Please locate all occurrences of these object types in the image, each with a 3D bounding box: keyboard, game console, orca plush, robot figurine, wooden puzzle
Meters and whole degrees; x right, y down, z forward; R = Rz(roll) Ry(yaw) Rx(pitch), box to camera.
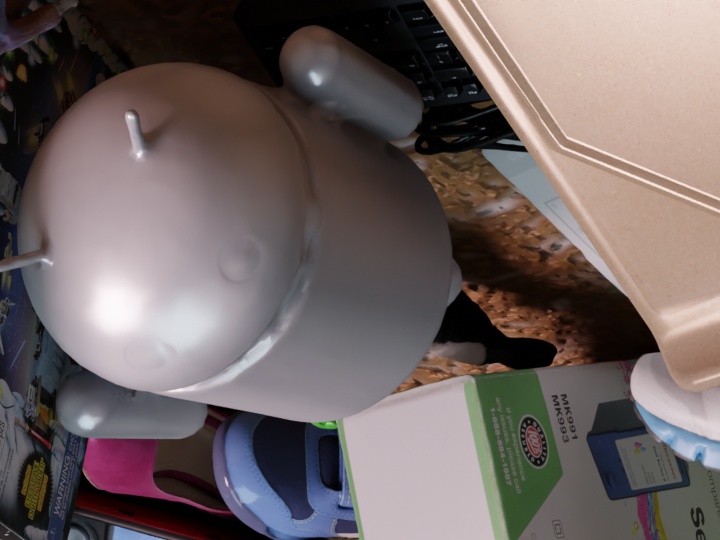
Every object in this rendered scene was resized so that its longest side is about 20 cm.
[{"bbox_3d":[0.058,-0.072,0.728,0.199,0.040,0.104,-5,149,26],"label":"keyboard"},{"bbox_3d":[-0.101,0.189,1.129,0.199,0.119,0.173,15,116,8],"label":"game console"},{"bbox_3d":[0.000,0.000,0.854,0.199,0.105,0.071,20,118,-19],"label":"orca plush"},{"bbox_3d":[-0.043,-0.007,0.718,0.113,0.170,0.200,38,-170,32],"label":"robot figurine"},{"bbox_3d":[0.119,-0.073,0.620,0.185,0.037,0.201,-26,99,45],"label":"wooden puzzle"}]

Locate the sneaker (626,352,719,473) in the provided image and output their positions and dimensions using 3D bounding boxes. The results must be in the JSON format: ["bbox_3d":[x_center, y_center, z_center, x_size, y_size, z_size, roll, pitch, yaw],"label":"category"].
[{"bbox_3d":[0.205,0.039,0.803,0.199,0.075,0.087,6,117,22],"label":"sneaker"}]

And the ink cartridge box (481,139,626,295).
[{"bbox_3d":[0.173,-0.027,0.817,0.200,0.047,0.160,41,140,-23],"label":"ink cartridge box"}]

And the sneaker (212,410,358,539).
[{"bbox_3d":[0.013,0.108,1.055,0.199,0.074,0.082,17,149,-35],"label":"sneaker"}]

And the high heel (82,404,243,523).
[{"bbox_3d":[-0.075,0.098,1.043,0.095,0.068,0.200,6,159,20],"label":"high heel"}]

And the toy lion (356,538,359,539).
[{"bbox_3d":[0.061,0.179,1.057,0.199,0.069,0.192,-12,140,-21],"label":"toy lion"}]

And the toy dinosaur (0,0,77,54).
[{"bbox_3d":[-0.117,-0.126,0.557,0.105,0.201,0.182,-17,148,-16],"label":"toy dinosaur"}]

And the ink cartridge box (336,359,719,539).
[{"bbox_3d":[0.096,0.119,0.906,0.087,0.146,0.199,-19,168,38],"label":"ink cartridge box"}]

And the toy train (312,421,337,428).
[{"bbox_3d":[-0.071,0.025,0.947,0.199,0.042,0.056,21,138,-27],"label":"toy train"}]

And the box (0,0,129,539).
[{"bbox_3d":[-0.134,-0.010,0.715,0.040,0.201,0.137,-4,151,22],"label":"box"}]
